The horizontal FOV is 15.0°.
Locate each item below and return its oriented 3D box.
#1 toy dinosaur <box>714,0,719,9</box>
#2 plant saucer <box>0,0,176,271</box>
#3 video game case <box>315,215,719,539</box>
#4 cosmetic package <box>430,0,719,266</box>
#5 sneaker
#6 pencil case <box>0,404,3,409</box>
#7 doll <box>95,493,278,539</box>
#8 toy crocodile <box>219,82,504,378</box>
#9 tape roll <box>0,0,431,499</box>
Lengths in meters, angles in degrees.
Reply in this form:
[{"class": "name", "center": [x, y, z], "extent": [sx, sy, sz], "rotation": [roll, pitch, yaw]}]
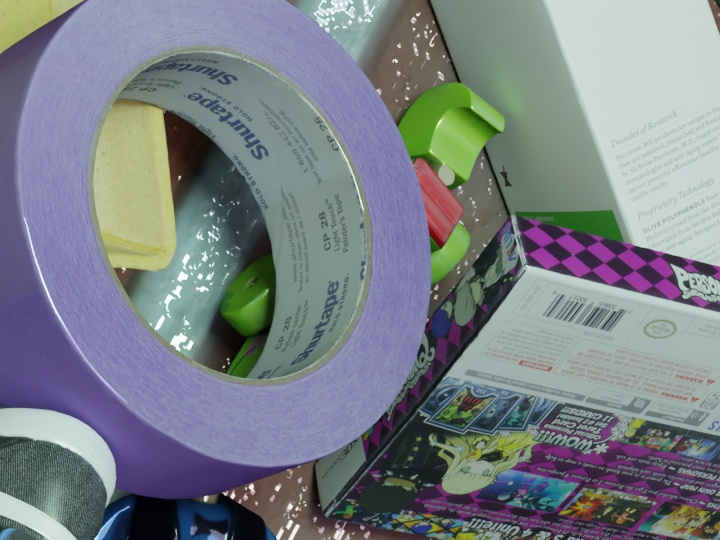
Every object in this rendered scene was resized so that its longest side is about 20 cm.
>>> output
[{"class": "toy dinosaur", "center": [0.161, -0.192, 1.249], "extent": [0.102, 0.136, 0.201], "rotation": [-13, 54, -12]}, {"class": "plant saucer", "center": [-0.175, -0.096, 1.094], "extent": [0.199, 0.048, 0.201], "rotation": [4, 72, -39]}, {"class": "video game case", "center": [0.108, 0.063, 1.214], "extent": [0.199, 0.182, 0.036], "rotation": [12, 44, -27]}, {"class": "cosmetic package", "center": [0.107, -0.085, 1.242], "extent": [0.085, 0.107, 0.201], "rotation": [-27, 101, -23]}, {"class": "sneaker", "center": [-0.194, 0.114, 1.025], "extent": [0.073, 0.199, 0.112], "rotation": [59, 31, -36]}, {"class": "pencil case", "center": [-0.216, 0.019, 1.085], "extent": [0.199, 0.083, 0.091], "rotation": [16, 102, -26]}, {"class": "doll", "center": [-0.074, 0.156, 1.180], "extent": [0.136, 0.048, 0.201], "rotation": [10, 79, -21]}, {"class": "toy crocodile", "center": [0.000, 0.000, 1.202], "extent": [0.068, 0.062, 0.200], "rotation": [48, 59, -19]}, {"class": "tape roll", "center": [-0.067, -0.014, 1.082], "extent": [0.199, 0.066, 0.201], "rotation": [14, 67, -36]}]
